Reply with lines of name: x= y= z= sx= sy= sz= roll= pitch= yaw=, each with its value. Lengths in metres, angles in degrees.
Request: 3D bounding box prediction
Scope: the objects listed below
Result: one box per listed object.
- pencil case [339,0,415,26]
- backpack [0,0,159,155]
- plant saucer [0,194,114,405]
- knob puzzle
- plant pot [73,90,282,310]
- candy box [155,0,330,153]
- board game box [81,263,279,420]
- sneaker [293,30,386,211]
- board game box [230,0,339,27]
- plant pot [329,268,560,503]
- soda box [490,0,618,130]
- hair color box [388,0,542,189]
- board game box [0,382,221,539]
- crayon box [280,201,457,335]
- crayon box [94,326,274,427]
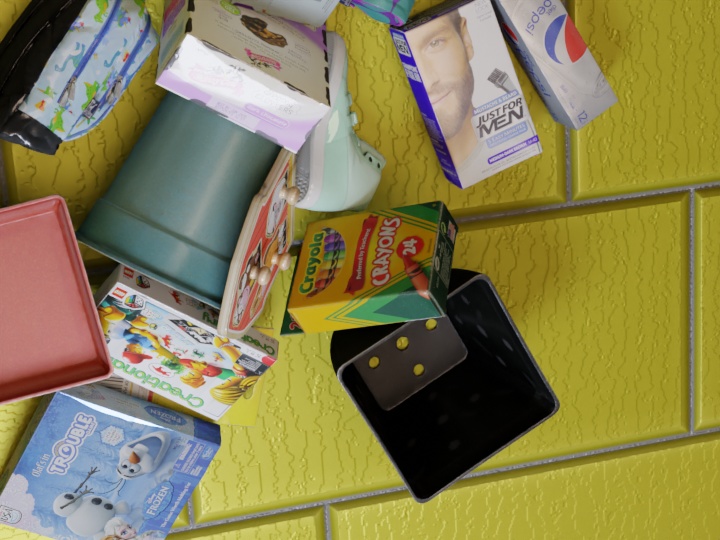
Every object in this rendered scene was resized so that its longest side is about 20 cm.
pencil case: x=0.041 y=-0.374 z=1.669 sx=0.092 sy=0.085 sz=0.200 roll=25 pitch=98 yaw=23
backpack: x=-0.304 y=-0.220 z=1.577 sx=0.154 sy=0.163 sz=0.200 roll=20 pitch=92 yaw=-30
plant saucer: x=-0.376 y=0.037 z=1.595 sx=0.200 sy=0.037 sz=0.200 roll=-14 pitch=99 yaw=2
knob puzzle: x=-0.099 y=-0.010 z=1.600 sx=0.030 sy=0.220 sz=0.220 roll=18 pitch=100 yaw=8
plant pot: x=-0.178 y=-0.080 z=1.636 sx=0.200 sy=0.200 sz=0.196 roll=28 pitch=88 yaw=-22
candy box: x=-0.120 y=-0.235 z=1.591 sx=0.168 sy=0.200 sz=0.072 roll=26 pitch=123 yaw=-22
board game box: x=-0.206 y=0.080 z=1.661 sx=0.200 sy=0.035 sz=0.126 roll=28 pitch=128 yaw=-22
sneaker: x=-0.023 y=-0.163 z=1.727 sx=0.118 sy=0.074 sz=0.201 roll=9 pitch=88 yaw=-44
board game box: x=-0.066 y=-0.371 z=1.573 sx=0.103 sy=0.105 sz=0.200 roll=12 pitch=62 yaw=-20
plant pot: x=0.077 y=0.111 z=1.767 sx=0.199 sy=0.177 sz=0.200 roll=-34 pitch=111 yaw=-6
soda box: x=0.215 y=-0.262 z=1.764 sx=0.063 sy=0.068 sz=0.200 roll=-37 pitch=112 yaw=-5
hair color box: x=0.122 y=-0.207 z=1.753 sx=0.109 sy=0.065 sz=0.200 roll=-26 pitch=110 yaw=-8
board game box: x=-0.290 y=0.228 z=1.726 sx=0.199 sy=0.043 sz=0.200 roll=21 pitch=117 yaw=-20
crayon box: x=0.000 y=0.000 z=1.679 sx=0.200 sy=0.127 sz=0.051 roll=-9 pitch=139 yaw=25
crayon box: x=-0.209 y=0.107 z=1.745 sx=0.200 sy=0.051 sz=0.127 roll=9 pitch=103 yaw=-19
